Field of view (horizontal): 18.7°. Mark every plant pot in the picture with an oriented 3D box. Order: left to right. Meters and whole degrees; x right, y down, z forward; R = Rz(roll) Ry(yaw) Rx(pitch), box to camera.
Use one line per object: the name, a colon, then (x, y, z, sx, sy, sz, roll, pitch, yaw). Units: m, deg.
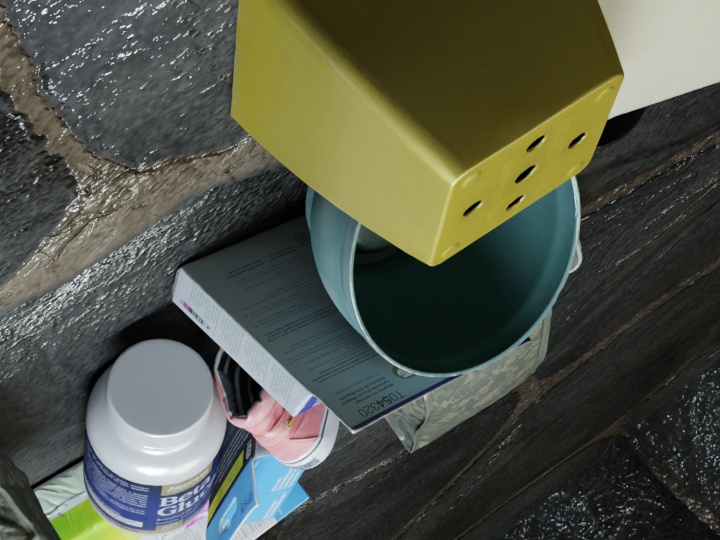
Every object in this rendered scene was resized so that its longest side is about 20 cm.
plant pot: (0.042, -0.039, 1.603, 0.200, 0.134, 0.200, -14, 116, -30)
plant pot: (0.051, -0.125, 1.380, 0.200, 0.176, 0.200, -32, 163, -17)

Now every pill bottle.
pill bottle: (-0.164, 0.131, 1.738, 0.111, 0.111, 0.200, -32, 163, -20)

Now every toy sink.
toy sink: (0.220, -0.206, 1.481, 0.200, 0.112, 0.130, -19, 144, -2)

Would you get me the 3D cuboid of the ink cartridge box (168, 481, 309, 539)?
ink cartridge box: (-0.155, 0.241, 2.073, 0.200, 0.068, 0.116, -37, -171, -7)

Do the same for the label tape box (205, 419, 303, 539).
label tape box: (-0.077, 0.140, 1.812, 0.066, 0.200, 0.143, 10, 145, -15)

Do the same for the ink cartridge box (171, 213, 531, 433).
ink cartridge box: (-0.007, 0.037, 1.660, 0.196, 0.200, 0.043, -24, 146, -38)

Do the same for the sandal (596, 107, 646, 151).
sandal: (0.234, -0.176, 1.825, 0.200, 0.075, 0.045, -41, 168, -18)

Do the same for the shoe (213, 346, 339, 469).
shoe: (-0.057, 0.050, 1.708, 0.071, 0.200, 0.091, -15, 143, 31)

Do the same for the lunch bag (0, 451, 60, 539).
lunch bag: (-0.329, 0.222, 1.612, 0.200, 0.118, 0.164, -30, 163, -7)

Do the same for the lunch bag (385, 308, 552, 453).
lunch bag: (0.094, 0.074, 2.129, 0.164, 0.118, 0.200, -32, 168, -16)

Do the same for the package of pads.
package of pads: (-0.209, 0.205, 1.926, 0.200, 0.068, 0.155, -28, 161, -22)

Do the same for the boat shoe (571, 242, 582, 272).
boat shoe: (0.171, -0.031, 2.092, 0.072, 0.066, 0.200, -38, 164, 4)
